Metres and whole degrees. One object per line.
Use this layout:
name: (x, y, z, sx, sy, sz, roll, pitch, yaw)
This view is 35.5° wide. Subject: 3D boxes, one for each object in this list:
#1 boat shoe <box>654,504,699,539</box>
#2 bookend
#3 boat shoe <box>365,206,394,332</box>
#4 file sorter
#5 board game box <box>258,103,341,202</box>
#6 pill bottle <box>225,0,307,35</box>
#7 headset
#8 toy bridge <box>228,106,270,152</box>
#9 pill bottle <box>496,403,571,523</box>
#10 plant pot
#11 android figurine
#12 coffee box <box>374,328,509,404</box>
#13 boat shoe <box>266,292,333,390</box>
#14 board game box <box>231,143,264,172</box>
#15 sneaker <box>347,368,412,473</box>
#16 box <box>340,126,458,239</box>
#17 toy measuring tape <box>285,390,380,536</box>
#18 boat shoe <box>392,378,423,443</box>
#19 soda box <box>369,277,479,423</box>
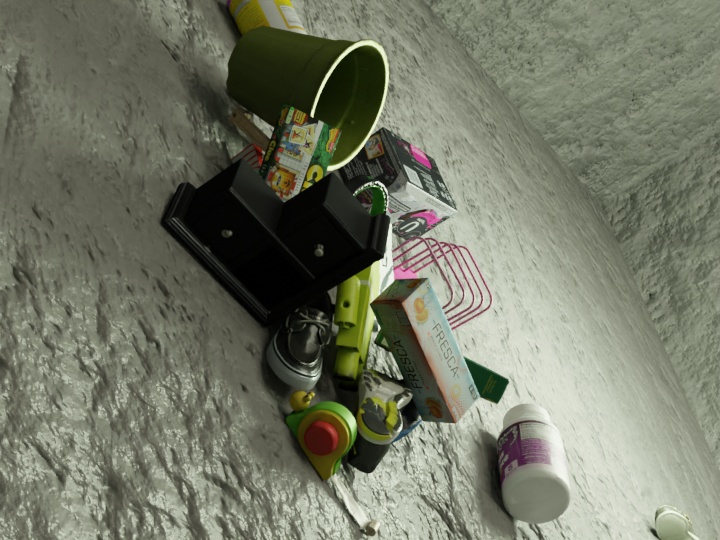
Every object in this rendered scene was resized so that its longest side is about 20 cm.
boat shoe: (0.690, 0.561, 2.477, 0.202, 0.072, 0.060, 46, 20, -43)
bookend: (-0.102, -0.062, 1.408, 0.199, 0.200, 0.092, 48, 28, -24)
boat shoe: (0.000, 0.000, 1.760, 0.071, 0.091, 0.201, 21, 68, -57)
file sorter: (0.121, 0.027, 1.899, 0.139, 0.125, 0.200, 63, 21, 15)
board game box: (-0.099, -0.116, 1.538, 0.023, 0.200, 0.105, 21, 2, 41)
pill bottle: (-0.154, -0.418, 1.969, 0.104, 0.104, 0.200, 12, 49, -62)
headset: (-0.019, -0.037, 1.593, 0.094, 0.200, 0.123, 32, -3, 29)
toy bridge: (-0.114, -0.167, 1.628, 0.200, 0.027, 0.067, 41, 8, 11)
pill bottle: (0.283, 0.312, 1.862, 0.112, 0.112, 0.200, 48, 21, -22)
plant pot: (-0.091, -0.276, 1.665, 0.190, 0.200, 0.200, 27, 9, 24)
android figurine: (-0.006, 0.058, 1.531, 0.182, 0.041, 0.200, 72, 25, -72)
coffee box: (0.117, 0.134, 1.655, 0.200, 0.044, 0.123, 26, -3, 1)
boat shoe: (-0.073, 0.077, 1.440, 0.072, 0.071, 0.200, 25, 23, -13)
board game box: (-0.098, -0.083, 1.678, 0.200, 0.046, 0.152, 30, 32, -49)
sneaker: (0.014, 0.194, 1.475, 0.074, 0.085, 0.200, 26, 17, 2)
box: (0.068, -0.153, 2.065, 0.200, 0.115, 0.132, 22, 41, -55)
toy measuring tape: (-0.018, 0.226, 1.368, 0.200, 0.074, 0.074, 56, 20, -2)
boat shoe: (0.075, 0.182, 1.630, 0.069, 0.084, 0.200, 54, 18, 3)
soda box: (0.088, 0.109, 1.533, 0.068, 0.063, 0.200, -41, 117, -38)
